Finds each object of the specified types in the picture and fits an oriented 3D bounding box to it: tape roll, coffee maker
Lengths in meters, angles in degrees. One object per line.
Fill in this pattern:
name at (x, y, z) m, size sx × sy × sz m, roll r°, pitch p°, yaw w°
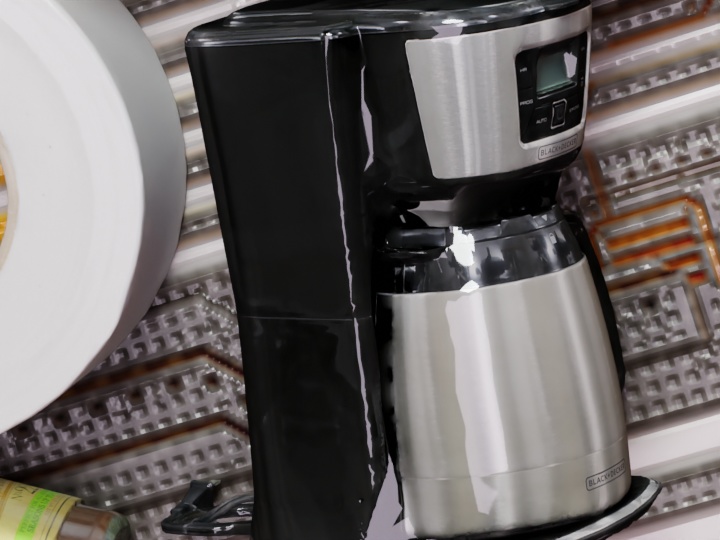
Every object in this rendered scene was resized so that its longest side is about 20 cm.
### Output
tape roll at (-0.170, -0.035, 1.111) m, size 0.202 × 0.071 × 0.203 m, roll 2°, pitch 102°, yaw 11°
coffee maker at (0.000, 0.000, 1.052) m, size 0.192 × 0.135 × 0.200 m, roll -6°, pitch 99°, yaw 13°

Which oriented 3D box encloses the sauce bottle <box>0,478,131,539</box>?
sauce bottle at (-0.191, 0.101, 1.144) m, size 0.200 × 0.065 × 0.065 m, roll 13°, pitch 103°, yaw 6°
